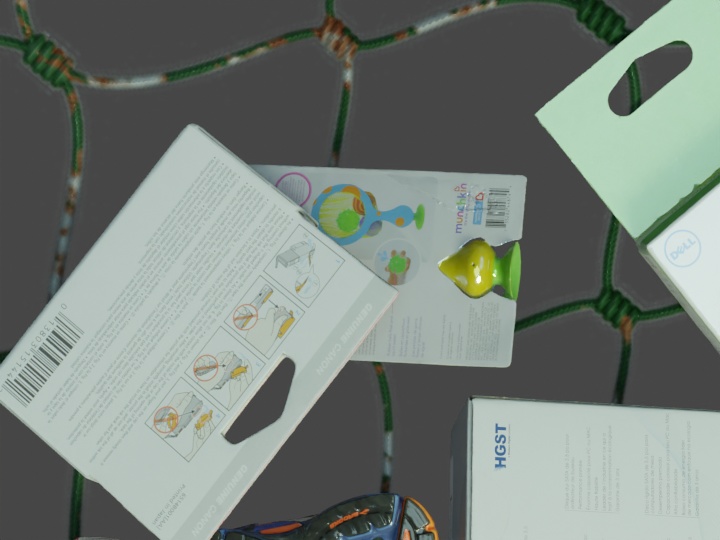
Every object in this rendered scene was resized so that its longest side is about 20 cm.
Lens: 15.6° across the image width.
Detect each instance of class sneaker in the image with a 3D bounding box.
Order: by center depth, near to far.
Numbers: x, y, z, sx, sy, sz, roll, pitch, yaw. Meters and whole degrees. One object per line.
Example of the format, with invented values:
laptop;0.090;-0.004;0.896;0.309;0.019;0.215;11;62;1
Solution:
sneaker;-0.043;0.182;1.569;0.199;0.078;0.076;-11;82;13

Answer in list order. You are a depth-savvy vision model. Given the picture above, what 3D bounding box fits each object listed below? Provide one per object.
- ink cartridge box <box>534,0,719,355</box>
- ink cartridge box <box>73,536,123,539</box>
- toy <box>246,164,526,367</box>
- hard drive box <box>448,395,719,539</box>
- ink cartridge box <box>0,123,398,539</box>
ink cartridge box;0.223;-0.060;1.592;0.145;0.048;0.200;-39;98;-1
ink cartridge box;-0.175;0.273;1.520;0.200;0.086;0.148;-43;75;11
toy;0.000;0.000;1.565;0.199;0.047;0.116;2;77;17
hard drive box;0.155;0.163;1.557;0.199;0.077;0.157;4;70;-5
ink cartridge box;-0.094;0.044;1.532;0.176;0.045;0.200;39;91;23
